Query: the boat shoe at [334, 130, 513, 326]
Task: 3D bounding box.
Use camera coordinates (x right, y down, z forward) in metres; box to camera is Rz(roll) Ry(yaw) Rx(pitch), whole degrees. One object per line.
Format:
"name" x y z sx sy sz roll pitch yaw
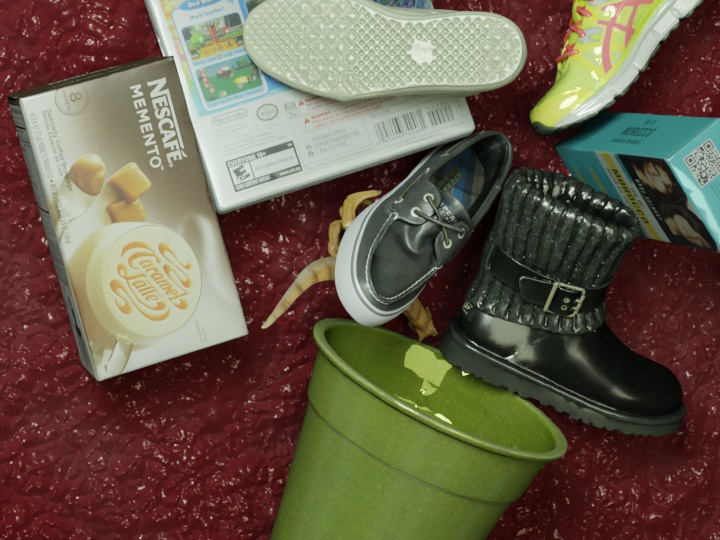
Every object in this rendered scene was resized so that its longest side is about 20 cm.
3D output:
"boat shoe" 0.053 -0.037 1.327 0.070 0.066 0.200 53 45 -9

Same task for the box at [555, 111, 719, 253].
"box" 0.216 -0.066 1.353 0.049 0.200 0.083 -37 104 -10

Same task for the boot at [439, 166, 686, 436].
"boot" 0.176 0.026 1.392 0.210 0.080 0.159 20 109 -17

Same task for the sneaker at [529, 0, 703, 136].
"sneaker" 0.181 -0.187 1.402 0.090 0.078 0.200 41 78 -8

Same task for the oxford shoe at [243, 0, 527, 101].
"oxford shoe" 0.017 -0.154 1.311 0.198 0.058 0.076 4 93 5

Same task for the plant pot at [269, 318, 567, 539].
"plant pot" 0.018 0.164 1.344 0.199 0.200 0.191 22 102 -17

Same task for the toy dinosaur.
"toy dinosaur" 0.000 0.000 1.334 0.199 0.060 0.107 18 46 -50

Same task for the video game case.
"video game case" -0.038 -0.155 1.338 0.198 0.024 0.184 -18 85 -13

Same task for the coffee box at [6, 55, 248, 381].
"coffee box" -0.163 -0.039 1.308 0.113 0.080 0.202 -16 101 -14
